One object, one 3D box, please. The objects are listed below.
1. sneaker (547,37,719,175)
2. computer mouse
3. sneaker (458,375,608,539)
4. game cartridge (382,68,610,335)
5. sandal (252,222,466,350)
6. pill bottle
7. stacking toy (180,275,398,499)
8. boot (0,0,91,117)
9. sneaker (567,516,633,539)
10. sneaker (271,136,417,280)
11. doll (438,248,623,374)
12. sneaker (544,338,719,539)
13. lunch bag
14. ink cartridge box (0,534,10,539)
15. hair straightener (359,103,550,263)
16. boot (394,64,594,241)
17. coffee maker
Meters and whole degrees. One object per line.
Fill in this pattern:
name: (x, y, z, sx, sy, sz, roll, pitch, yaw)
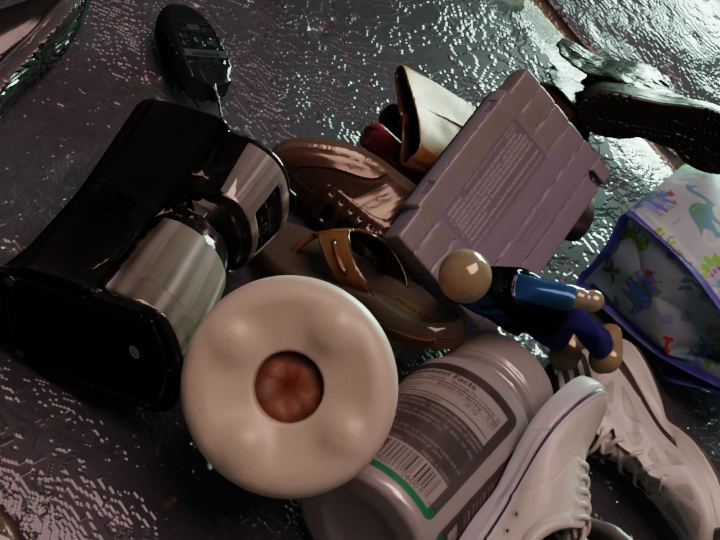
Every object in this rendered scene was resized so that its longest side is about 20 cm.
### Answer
sneaker: (0.265, -0.151, 1.400, 0.198, 0.060, 0.104, 16, 30, 4)
computer mouse: (-0.124, -0.132, 1.286, 0.058, 0.034, 0.201, 0, 63, -50)
sneaker: (0.137, 0.168, 1.115, 0.070, 0.073, 0.201, 23, 64, 27)
game cartridge: (0.113, -0.056, 1.277, 0.130, 0.038, 0.200, 46, 64, -16)
sandal: (0.000, 0.000, 1.204, 0.199, 0.055, 0.081, 29, 30, 33)
pill bottle: (0.055, 0.135, 1.145, 0.113, 0.113, 0.200, 46, 48, 6)
stacking toy: (-0.042, 0.080, 1.102, 0.145, 0.200, 0.148, 0, 88, 4)
boot: (-0.329, -0.219, 1.204, 0.199, 0.066, 0.165, 34, 46, 0)
sneaker: (0.169, 0.258, 1.123, 0.074, 0.116, 0.201, -2, 59, -32)
sneaker: (0.012, -0.040, 1.270, 0.199, 0.071, 0.076, 25, 49, -13)
doll: (0.128, 0.027, 1.184, 0.199, 0.136, 0.049, 29, 70, -45)
sneaker: (0.209, 0.154, 1.263, 0.114, 0.076, 0.201, -12, 58, -26)
lunch bag: (0.323, 0.014, 1.380, 0.200, 0.128, 0.170, 41, 46, 14)
ink cartridge box: (-0.244, 0.232, 0.946, 0.199, 0.048, 0.146, 25, 49, -10)
hair straightener: (0.093, -0.076, 1.363, 0.200, 0.041, 0.077, 40, 48, -1)
boot: (0.108, -0.128, 1.373, 0.199, 0.068, 0.190, 22, 51, -26)
coffee maker: (-0.169, -0.027, 1.111, 0.191, 0.135, 0.201, 33, 47, -5)
